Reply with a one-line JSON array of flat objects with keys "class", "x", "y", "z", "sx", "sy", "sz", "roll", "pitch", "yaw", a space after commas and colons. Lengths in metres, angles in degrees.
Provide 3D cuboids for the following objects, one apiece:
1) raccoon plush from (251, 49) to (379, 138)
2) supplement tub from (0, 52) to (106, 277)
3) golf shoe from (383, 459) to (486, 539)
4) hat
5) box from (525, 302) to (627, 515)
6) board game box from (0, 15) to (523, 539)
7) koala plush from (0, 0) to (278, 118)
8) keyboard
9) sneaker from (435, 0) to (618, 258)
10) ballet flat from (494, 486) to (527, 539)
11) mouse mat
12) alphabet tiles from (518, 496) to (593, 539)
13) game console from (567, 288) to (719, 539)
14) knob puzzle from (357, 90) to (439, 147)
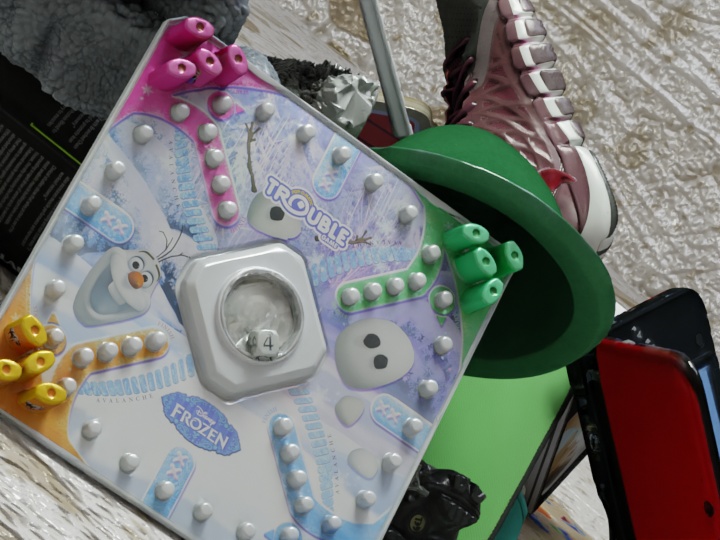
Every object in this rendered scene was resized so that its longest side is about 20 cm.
[{"class": "raccoon plush", "x": -0.063, "y": -0.099, "z": 1.536, "sx": 0.134, "sy": 0.097, "sz": 0.200, "roll": 29, "pitch": -26, "yaw": -3}, {"class": "supplement tub", "x": -0.141, "y": -0.051, "z": 1.483, "sx": 0.200, "sy": 0.123, "sz": 0.123, "roll": 39, "pitch": 8, "yaw": 3}, {"class": "golf shoe", "x": -0.040, "y": 0.087, "z": 1.391, "sx": 0.200, "sy": 0.078, "sz": 0.094, "roll": 35, "pitch": -9, "yaw": -30}, {"class": "hat", "x": 0.064, "y": -0.060, "z": 1.475, "sx": 0.166, "sy": 0.176, "sz": 0.200, "roll": 34, "pitch": -33, "yaw": -13}, {"class": "box", "x": 0.087, "y": 0.054, "z": 1.748, "sx": 0.117, "sy": 0.060, "sz": 0.200, "roll": 39, "pitch": -22, "yaw": 14}, {"class": "board game box", "x": -0.043, "y": 0.019, "z": 1.299, "sx": 0.200, "sy": 0.200, "sz": 0.026, "roll": 35, "pitch": -24, "yaw": -17}, {"class": "koala plush", "x": -0.093, "y": -0.182, "z": 1.418, "sx": 0.183, "sy": 0.178, "sz": 0.200, "roll": 18, "pitch": 35, "yaw": 4}, {"class": "keyboard", "x": -0.003, "y": -0.162, "z": 1.507, "sx": 0.056, "sy": 0.011, "sz": 0.200, "roll": -102, "pitch": 177, "yaw": -80}, {"class": "sneaker", "x": 0.055, "y": -0.082, "z": 1.660, "sx": 0.076, "sy": 0.115, "sz": 0.200, "roll": 104, "pitch": -35, "yaw": -61}, {"class": "ballet flat", "x": 0.006, "y": 0.079, "z": 1.588, "sx": 0.200, "sy": 0.072, "sz": 0.072, "roll": 37, "pitch": 8, "yaw": -15}, {"class": "mouse mat", "x": 0.038, "y": 0.050, "z": 1.528, "sx": 0.008, "sy": 0.200, "sz": 0.161, "roll": -20, "pitch": -61, "yaw": 46}, {"class": "alphabet tiles", "x": 0.099, "y": 0.148, "z": 1.835, "sx": 0.167, "sy": 0.008, "sz": 0.200, "roll": 30, "pitch": 11, "yaw": -45}, {"class": "game console", "x": 0.190, "y": 0.120, "z": 1.568, "sx": 0.119, "sy": 0.200, "sz": 0.172, "roll": -5, "pitch": 12, "yaw": 40}, {"class": "knob puzzle", "x": -0.024, "y": -0.034, "z": 1.748, "sx": 0.219, "sy": 0.220, "sz": 0.030, "roll": 35, "pitch": 40, "yaw": -23}]
